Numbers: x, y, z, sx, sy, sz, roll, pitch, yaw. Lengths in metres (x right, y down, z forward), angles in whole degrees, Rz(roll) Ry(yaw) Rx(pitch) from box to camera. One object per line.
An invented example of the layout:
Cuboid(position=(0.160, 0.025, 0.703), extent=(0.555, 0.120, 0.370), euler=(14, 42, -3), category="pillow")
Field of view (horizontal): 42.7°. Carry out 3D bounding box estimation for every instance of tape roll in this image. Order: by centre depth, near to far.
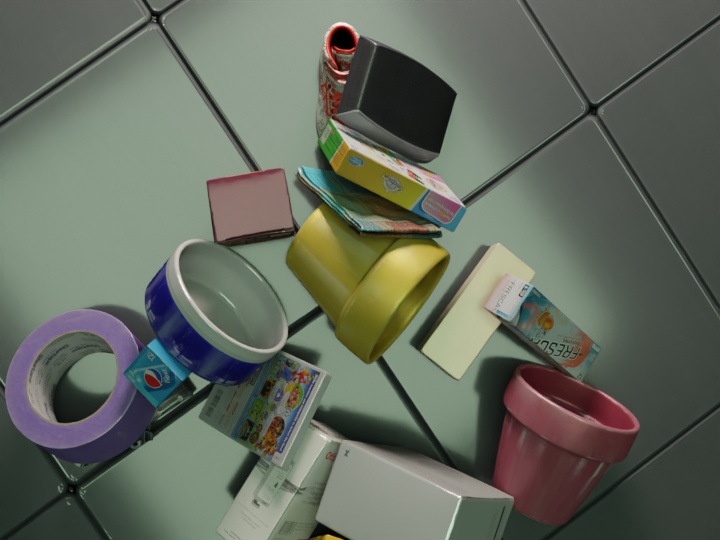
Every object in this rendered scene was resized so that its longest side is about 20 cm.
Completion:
Cuboid(position=(-0.392, 0.164, 1.306), extent=(0.196, 0.085, 0.203), euler=(-4, 64, 7), category="tape roll")

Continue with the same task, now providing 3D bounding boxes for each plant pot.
Cuboid(position=(0.000, 0.000, 1.337), extent=(0.188, 0.201, 0.202), euler=(37, 87, 11), category="plant pot")
Cuboid(position=(0.287, 0.264, 1.367), extent=(0.197, 0.200, 0.182), euler=(20, 104, -5), category="plant pot")

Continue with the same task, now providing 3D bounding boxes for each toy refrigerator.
Cuboid(position=(0.175, 0.063, 1.407), extent=(0.075, 0.070, 0.201), euler=(36, 85, -1), category="toy refrigerator")

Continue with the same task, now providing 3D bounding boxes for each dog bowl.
Cuboid(position=(-0.200, 0.058, 1.287), extent=(0.200, 0.200, 0.079), euler=(45, 112, -4), category="dog bowl")

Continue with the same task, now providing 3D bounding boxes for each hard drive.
Cuboid(position=(0.060, -0.247, 1.353), extent=(0.198, 0.042, 0.137), euler=(20, 86, -42), category="hard drive")

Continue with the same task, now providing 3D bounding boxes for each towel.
Cuboid(position=(0.010, -0.099, 1.314), extent=(0.145, 0.200, 0.022), euler=(-1, 120, -33), category="towel")

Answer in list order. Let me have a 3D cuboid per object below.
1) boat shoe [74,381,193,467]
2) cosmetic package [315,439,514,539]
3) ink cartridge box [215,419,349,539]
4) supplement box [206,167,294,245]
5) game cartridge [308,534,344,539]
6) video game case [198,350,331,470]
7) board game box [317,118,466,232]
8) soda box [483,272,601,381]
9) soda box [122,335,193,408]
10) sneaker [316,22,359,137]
Cuboid(position=(-0.335, 0.230, 1.364), extent=(0.199, 0.072, 0.068), euler=(-42, 92, -11), category="boat shoe")
Cuboid(position=(0.079, 0.335, 1.294), extent=(0.197, 0.199, 0.125), euler=(19, 86, 33), category="cosmetic package")
Cuboid(position=(-0.099, 0.318, 1.339), extent=(0.082, 0.146, 0.202), euler=(31, 86, 25), category="ink cartridge box")
Cuboid(position=(-0.152, -0.086, 1.308), extent=(0.108, 0.200, 0.087), euler=(-9, 91, -4), category="supplement box")
Cuboid(position=(0.011, 0.426, 1.330), extent=(0.174, 0.200, 0.033), euler=(20, 70, -4), category="game cartridge")
Cuboid(position=(-0.141, 0.183, 1.325), extent=(0.018, 0.198, 0.145), euler=(35, 78, -45), category="video game case")
Cuboid(position=(0.043, -0.138, 1.324), extent=(0.198, 0.153, 0.041), euler=(25, 107, -21), category="board game box")
Cuboid(position=(0.273, 0.086, 1.371), extent=(0.199, 0.068, 0.064), euler=(37, 86, -35), category="soda box")
Cuboid(position=(-0.251, 0.108, 1.300), extent=(0.068, 0.200, 0.064), euler=(45, 112, -4), category="soda box")
Cuboid(position=(-0.031, -0.262, 1.365), extent=(0.066, 0.108, 0.206), euler=(0, 91, -5), category="sneaker")
